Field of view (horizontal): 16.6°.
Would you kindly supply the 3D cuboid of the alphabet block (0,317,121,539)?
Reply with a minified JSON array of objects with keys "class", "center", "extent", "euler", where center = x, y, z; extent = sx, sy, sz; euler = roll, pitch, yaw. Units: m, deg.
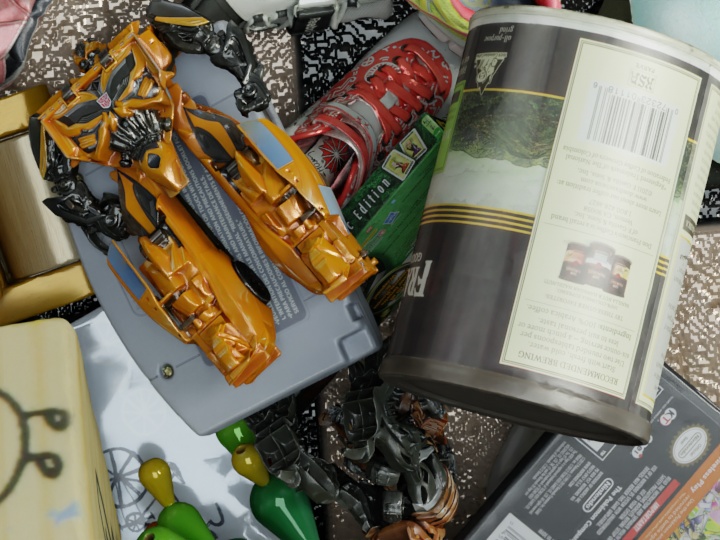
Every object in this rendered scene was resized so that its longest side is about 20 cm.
[{"class":"alphabet block","center":[-0.224,0.172,1.313],"extent":[0.195,0.200,0.197],"euler":[-8,134,-5]}]

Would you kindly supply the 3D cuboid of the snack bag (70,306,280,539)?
[{"class":"snack bag","center":[-0.160,0.123,1.459],"extent":[0.200,0.021,0.189],"euler":[-30,97,-1]}]

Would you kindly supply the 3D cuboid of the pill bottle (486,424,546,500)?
[{"class":"pill bottle","center":[0.181,0.144,1.445],"extent":[0.200,0.104,0.104],"euler":[32,92,-6]}]

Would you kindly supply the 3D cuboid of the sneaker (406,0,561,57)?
[{"class":"sneaker","center":[0.032,-0.185,1.358],"extent":[0.200,0.090,0.078],"euler":[29,83,-19]}]

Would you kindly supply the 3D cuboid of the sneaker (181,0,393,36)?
[{"class":"sneaker","center":[-0.027,-0.166,1.418],"extent":[0.200,0.074,0.089],"euler":[-39,99,-3]}]

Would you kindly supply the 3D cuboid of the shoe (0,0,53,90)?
[{"class":"shoe","center":[-0.245,-0.118,1.374],"extent":[0.091,0.072,0.200],"euler":[27,63,3]}]

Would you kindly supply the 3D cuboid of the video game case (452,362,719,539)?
[{"class":"video game case","center":[0.155,0.168,1.384],"extent":[0.181,0.026,0.200],"euler":[39,97,-7]}]

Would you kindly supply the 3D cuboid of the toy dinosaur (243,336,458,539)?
[{"class":"toy dinosaur","center":[0.019,0.110,1.387],"extent":[0.102,0.200,0.136],"euler":[-37,126,11]}]

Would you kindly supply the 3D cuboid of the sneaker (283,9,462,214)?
[{"class":"sneaker","center":[0.008,-0.084,1.411],"extent":[0.201,0.108,0.067],"euler":[-40,96,-1]}]

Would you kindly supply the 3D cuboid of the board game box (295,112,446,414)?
[{"class":"board game box","center":[0.000,0.000,1.404],"extent":[0.200,0.105,0.023],"euler":[-49,63,12]}]

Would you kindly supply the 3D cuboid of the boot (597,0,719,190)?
[{"class":"boot","center":[0.132,-0.123,1.434],"extent":[0.130,0.068,0.201],"euler":[-15,87,3]}]

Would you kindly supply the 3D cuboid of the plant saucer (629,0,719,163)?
[{"class":"plant saucer","center":[0.242,-0.154,1.412],"extent":[0.200,0.039,0.202],"euler":[3,84,-32]}]

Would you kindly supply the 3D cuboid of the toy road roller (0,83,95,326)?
[{"class":"toy road roller","center":[-0.238,-0.018,1.378],"extent":[0.199,0.146,0.123],"euler":[-19,96,-3]}]

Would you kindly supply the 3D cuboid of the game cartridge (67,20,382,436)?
[{"class":"game cartridge","center":[-0.087,-0.019,1.356],"extent":[0.133,0.042,0.200],"euler":[-27,85,19]}]

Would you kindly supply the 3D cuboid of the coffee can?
[{"class":"coffee can","center":[0.104,-0.022,1.304],"extent":[0.146,0.146,0.201],"euler":[15,82,-6]}]

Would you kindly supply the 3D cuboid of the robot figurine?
[{"class":"robot figurine","center":[-0.090,-0.046,1.307],"extent":[0.145,0.058,0.200],"euler":[-42,82,12]}]

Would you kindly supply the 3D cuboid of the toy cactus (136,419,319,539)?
[{"class":"toy cactus","center":[-0.051,0.181,1.400],"extent":[0.164,0.102,0.201],"euler":[11,53,-14]}]
